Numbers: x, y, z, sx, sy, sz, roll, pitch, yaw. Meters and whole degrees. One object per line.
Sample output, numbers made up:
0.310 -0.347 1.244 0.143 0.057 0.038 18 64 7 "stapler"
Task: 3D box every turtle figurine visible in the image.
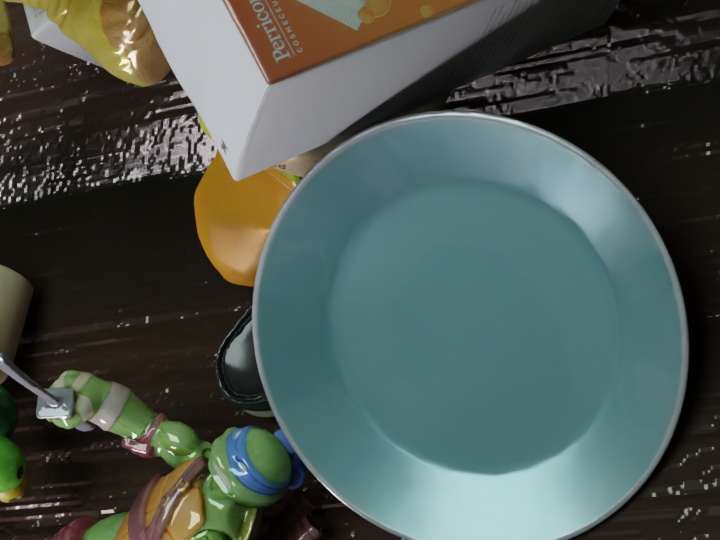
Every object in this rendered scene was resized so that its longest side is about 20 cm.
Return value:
-0.132 0.128 1.138 0.144 0.199 0.194 51 132 13 "turtle figurine"

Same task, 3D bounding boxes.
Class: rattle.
-0.010 -0.110 1.177 0.129 0.143 0.201 3 58 13 "rattle"

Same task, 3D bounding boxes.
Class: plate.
0.049 0.027 1.083 0.199 0.026 0.202 4 105 17 "plate"

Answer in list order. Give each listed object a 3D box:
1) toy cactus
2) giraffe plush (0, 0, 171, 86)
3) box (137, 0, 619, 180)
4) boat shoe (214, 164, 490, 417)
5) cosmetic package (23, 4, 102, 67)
-0.225 0.071 1.275 0.200 0.102 0.166 -18 44 59 "toy cactus"
-0.172 -0.187 1.155 0.199 0.162 0.174 0 79 38 "giraffe plush"
0.010 -0.145 1.069 0.125 0.199 0.098 61 159 14 "box"
0.000 0.000 1.144 0.200 0.067 0.072 -35 61 26 "boat shoe"
-0.133 -0.219 1.291 0.112 0.081 0.201 -30 61 27 "cosmetic package"
